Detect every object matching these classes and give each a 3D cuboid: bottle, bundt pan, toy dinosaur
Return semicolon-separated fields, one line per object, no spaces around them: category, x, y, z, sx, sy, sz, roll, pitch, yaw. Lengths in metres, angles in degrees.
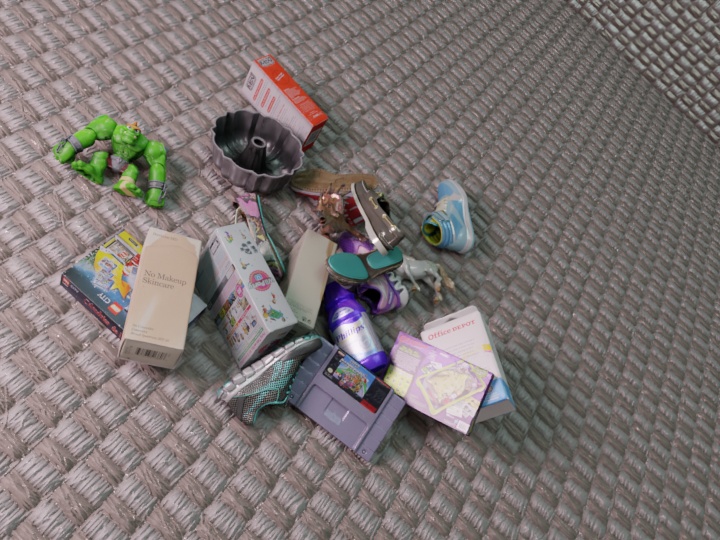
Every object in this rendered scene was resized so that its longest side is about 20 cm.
bottle;-0.021;0.105;1.172;0.082;0.065;0.203;-26;72;5
bundt pan;-0.219;-0.238;1.265;0.198;0.076;0.205;16;46;-17
toy dinosaur;-0.059;-0.125;1.228;0.084;0.138;0.201;-24;32;-7

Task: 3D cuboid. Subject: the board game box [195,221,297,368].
board game box;-0.205;0.045;1.054;0.063;0.148;0.202;-18;71;-40

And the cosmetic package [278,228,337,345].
cosmetic package;-0.113;0.034;1.148;0.070;0.105;0.203;27;52;-15

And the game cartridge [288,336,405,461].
game cartridge;-0.029;0.226;1.086;0.199;0.038;0.131;37;81;-5

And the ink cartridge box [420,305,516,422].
ink cartridge box;0.210;0.186;1.202;0.125;0.126;0.204;45;28;-60

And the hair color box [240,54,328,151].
hair color box;-0.173;-0.374;1.376;0.200;0.102;0.061;48;49;3

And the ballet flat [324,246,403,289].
ballet flat;0.000;0.000;1.172;0.197;0.075;0.069;-13;64;-42

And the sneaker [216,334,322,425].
sneaker;-0.140;0.185;1.037;0.198;0.078;0.092;-33;90;-14

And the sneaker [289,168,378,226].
sneaker;-0.056;-0.159;1.343;0.195;0.114;0.072;6;54;8

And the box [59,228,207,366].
box;-0.376;0.041;1.022;0.199;0.038;0.137;42;48;-1

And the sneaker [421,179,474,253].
sneaker;0.196;-0.141;1.470;0.128;0.080;0.204;5;58;-30

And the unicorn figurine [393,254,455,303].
unicorn figurine;0.113;-0.002;1.341;0.197;0.074;0.139;21;41;-37

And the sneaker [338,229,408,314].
sneaker;0.012;0.008;1.263;0.088;0.081;0.202;-31;80;-33

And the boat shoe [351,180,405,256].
boat shoe;0.033;-0.114;1.199;0.072;0.060;0.204;46;16;-44

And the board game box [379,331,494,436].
board game box;0.136;0.207;1.136;0.197;0.032;0.122;23;84;27

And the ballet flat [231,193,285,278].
ballet flat;-0.206;-0.063;1.185;0.070;0.070;0.203;-16;63;-15

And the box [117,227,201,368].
box;-0.318;0.043;0.978;0.093;0.078;0.204;14;55;-23

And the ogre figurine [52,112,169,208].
ogre figurine;-0.439;-0.208;1.113;0.196;0.098;0.122;18;69;-2
